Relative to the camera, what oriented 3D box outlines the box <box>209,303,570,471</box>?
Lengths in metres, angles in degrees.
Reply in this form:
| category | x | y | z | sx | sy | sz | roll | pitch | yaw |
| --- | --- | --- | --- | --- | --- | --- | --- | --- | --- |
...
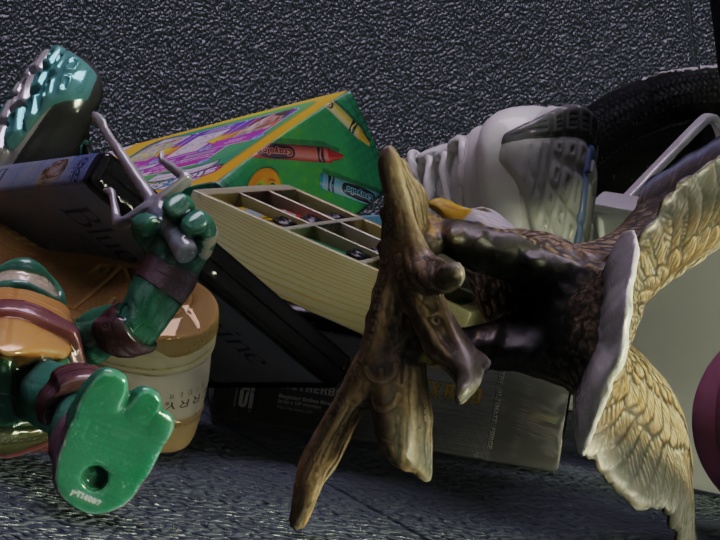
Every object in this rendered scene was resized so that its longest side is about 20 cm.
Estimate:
| category | x | y | z | sx | sy | sz | roll | pitch | yaw |
| --- | --- | --- | --- | --- | --- | --- | --- | --- | --- |
| box | 0.008 | 0.049 | 1.264 | 0.158 | 0.049 | 0.200 | 8 | 2 | -3 |

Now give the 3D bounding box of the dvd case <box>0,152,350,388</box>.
| category | x | y | z | sx | sy | sz | roll | pitch | yaw |
| --- | --- | --- | --- | --- | --- | --- | --- | --- | --- |
| dvd case | -0.111 | 0.005 | 1.115 | 0.143 | 0.018 | 0.200 | 41 | -26 | -28 |

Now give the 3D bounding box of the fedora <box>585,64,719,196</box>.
| category | x | y | z | sx | sy | sz | roll | pitch | yaw |
| --- | --- | --- | --- | --- | --- | --- | --- | --- | --- |
| fedora | 0.161 | -0.031 | 1.312 | 0.200 | 0.201 | 0.092 | 8 | 24 | -15 |

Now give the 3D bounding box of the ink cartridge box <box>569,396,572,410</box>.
| category | x | y | z | sx | sy | sz | roll | pitch | yaw |
| --- | --- | --- | --- | --- | --- | --- | --- | --- | --- |
| ink cartridge box | 0.059 | 0.028 | 1.451 | 0.199 | 0.045 | 0.176 | 9 | -13 | 8 |

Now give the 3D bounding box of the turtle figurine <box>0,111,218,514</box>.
| category | x | y | z | sx | sy | sz | roll | pitch | yaw |
| --- | --- | --- | --- | --- | --- | --- | --- | --- | --- |
| turtle figurine | -0.119 | 0.018 | 0.914 | 0.149 | 0.101 | 0.200 | -9 | 21 | -4 |

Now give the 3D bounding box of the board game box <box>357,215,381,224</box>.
| category | x | y | z | sx | sy | sz | roll | pitch | yaw |
| --- | --- | --- | --- | --- | --- | --- | --- | --- | --- |
| board game box | 0.108 | 0.018 | 1.561 | 0.150 | 0.047 | 0.200 | -1 | -19 | 37 |

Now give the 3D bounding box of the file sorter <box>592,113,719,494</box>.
| category | x | y | z | sx | sy | sz | roll | pitch | yaw |
| --- | --- | --- | --- | --- | --- | --- | --- | --- | --- |
| file sorter | 0.220 | 0.019 | 1.174 | 0.199 | 0.139 | 0.125 | 10 | 33 | 30 |

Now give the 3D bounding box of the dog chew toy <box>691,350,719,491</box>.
| category | x | y | z | sx | sy | sz | roll | pitch | yaw |
| --- | --- | --- | --- | --- | --- | --- | --- | --- | --- |
| dog chew toy | 0.189 | 0.055 | 0.993 | 0.124 | 0.125 | 0.200 | 8 | -5 | -19 |

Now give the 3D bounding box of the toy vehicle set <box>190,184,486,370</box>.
| category | x | y | z | sx | sy | sz | roll | pitch | yaw |
| --- | --- | --- | --- | --- | --- | --- | --- | --- | --- |
| toy vehicle set | 0.000 | 0.000 | 1.156 | 0.124 | 0.027 | 0.200 | 24 | 6 | 7 |

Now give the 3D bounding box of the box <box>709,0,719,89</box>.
| category | x | y | z | sx | sy | sz | roll | pitch | yaw |
| --- | --- | --- | --- | --- | --- | --- | --- | --- | --- |
| box | 0.224 | -0.068 | 1.006 | 0.147 | 0.105 | 0.200 | -8 | 4 | -5 |

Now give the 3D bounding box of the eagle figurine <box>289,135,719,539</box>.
| category | x | y | z | sx | sy | sz | roll | pitch | yaw |
| --- | --- | --- | --- | --- | --- | --- | --- | --- | --- |
| eagle figurine | 0.080 | 0.011 | 0.906 | 0.199 | 0.151 | 0.152 | 6 | -34 | -38 |

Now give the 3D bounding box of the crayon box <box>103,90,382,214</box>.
| category | x | y | z | sx | sy | sz | roll | pitch | yaw |
| --- | --- | --- | --- | --- | --- | --- | --- | --- | --- |
| crayon box | -0.099 | -0.027 | 1.358 | 0.199 | 0.058 | 0.119 | -11 | 18 | 40 |

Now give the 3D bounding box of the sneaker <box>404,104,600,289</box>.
| category | x | y | z | sx | sy | sz | roll | pitch | yaw |
| --- | --- | --- | --- | --- | --- | --- | --- | --- | --- |
| sneaker | 0.050 | -0.021 | 1.064 | 0.087 | 0.075 | 0.200 | 12 | -12 | 5 |

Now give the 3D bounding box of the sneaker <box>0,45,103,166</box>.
| category | x | y | z | sx | sy | sz | roll | pitch | yaw |
| --- | --- | --- | --- | --- | --- | --- | --- | --- | --- |
| sneaker | -0.135 | -0.022 | 1.214 | 0.091 | 0.078 | 0.200 | 23 | -39 | -5 |

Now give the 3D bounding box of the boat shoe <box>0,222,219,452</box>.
| category | x | y | z | sx | sy | sz | roll | pitch | yaw |
| --- | --- | --- | --- | --- | --- | --- | --- | --- | --- |
| boat shoe | -0.148 | 0.024 | 1.051 | 0.199 | 0.069 | 0.074 | 17 | 29 | 27 |
